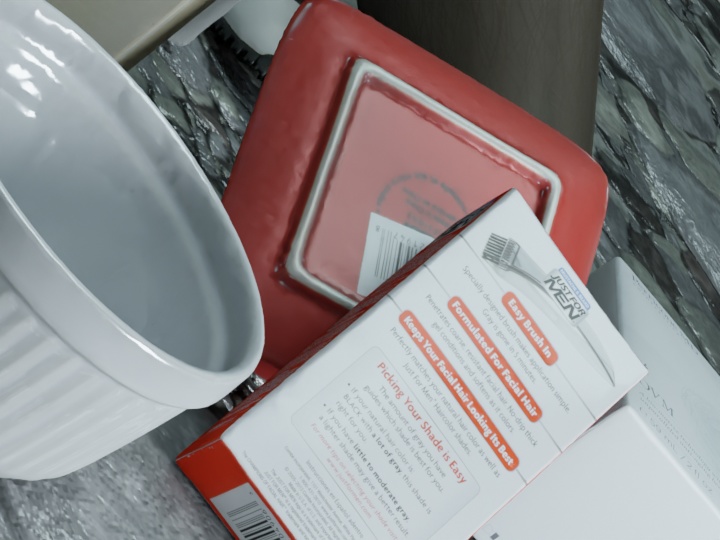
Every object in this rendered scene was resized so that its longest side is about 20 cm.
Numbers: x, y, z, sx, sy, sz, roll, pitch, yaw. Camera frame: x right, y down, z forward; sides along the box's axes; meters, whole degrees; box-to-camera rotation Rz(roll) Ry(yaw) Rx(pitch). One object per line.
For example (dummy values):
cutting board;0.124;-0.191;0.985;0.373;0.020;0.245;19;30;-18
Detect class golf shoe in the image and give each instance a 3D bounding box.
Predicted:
golf shoe;-0.048;-0.188;1.724;0.078;0.094;0.201;41;24;-38

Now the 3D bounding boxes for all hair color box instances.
hair color box;0.026;0.066;1.303;0.200;0.064;0.111;-39;95;-27

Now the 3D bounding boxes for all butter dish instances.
butter dish;0.000;0.000;1.433;0.199;0.148;0.201;29;59;-19

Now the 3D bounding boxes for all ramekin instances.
ramekin;-0.140;-0.010;1.143;0.200;0.105;0.201;46;19;-21

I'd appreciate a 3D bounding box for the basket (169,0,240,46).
basket;-0.112;-0.254;1.619;0.123;0.135;0.201;35;26;-36

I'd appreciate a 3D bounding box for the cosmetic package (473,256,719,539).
cosmetic package;0.166;0.133;1.635;0.200;0.123;0.200;49;17;-17

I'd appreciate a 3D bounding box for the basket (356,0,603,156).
basket;0.073;-0.095;1.692;0.135;0.180;0.202;1;87;-42

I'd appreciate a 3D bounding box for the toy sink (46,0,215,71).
toy sink;-0.156;-0.199;1.411;0.200;0.130;0.112;52;18;-2
